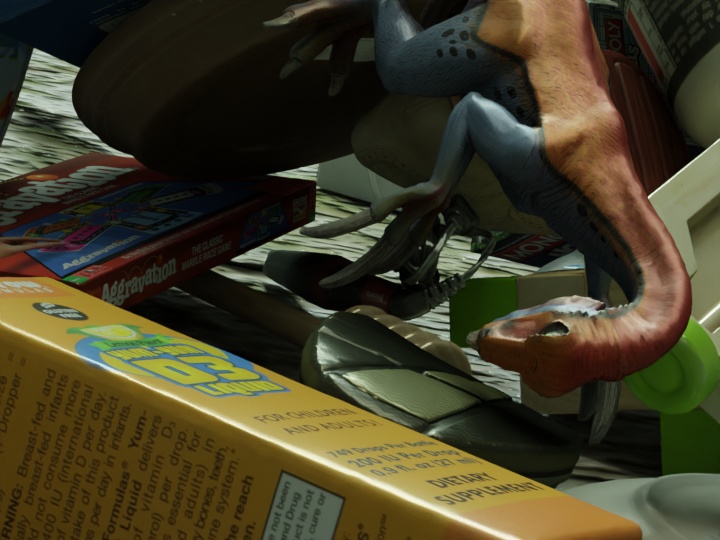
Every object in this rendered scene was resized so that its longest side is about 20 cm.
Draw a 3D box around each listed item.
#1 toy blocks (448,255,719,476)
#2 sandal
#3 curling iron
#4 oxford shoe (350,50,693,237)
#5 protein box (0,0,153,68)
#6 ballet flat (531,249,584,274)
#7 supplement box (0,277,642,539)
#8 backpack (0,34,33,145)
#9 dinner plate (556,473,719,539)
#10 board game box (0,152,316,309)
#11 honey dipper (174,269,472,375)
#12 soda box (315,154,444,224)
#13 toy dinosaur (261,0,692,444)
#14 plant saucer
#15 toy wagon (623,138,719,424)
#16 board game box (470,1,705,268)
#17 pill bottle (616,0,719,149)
[{"bbox_3d":[0.146,0.022,0.998,0.200,0.100,0.137,-2,1,14],"label":"toy blocks"},{"bbox_3d":[0.022,0.059,0.787,0.080,0.057,0.201,29,-3,11],"label":"sandal"},{"bbox_3d":[0.000,0.000,1.010,0.026,0.050,0.200,51,-17,-11],"label":"curling iron"},{"bbox_3d":[0.069,-0.045,1.017,0.075,0.071,0.200,-22,-25,28],"label":"oxford shoe"},{"bbox_3d":[-0.025,-0.164,0.971,0.198,0.135,0.200,-22,-14,17],"label":"protein box"},{"bbox_3d":[0.150,0.006,1.156,0.200,0.073,0.073,9,13,-26],"label":"ballet flat"},{"bbox_3d":[-0.035,0.060,0.663,0.200,0.069,0.067,19,10,30],"label":"supplement box"},{"bbox_3d":[-0.209,-0.129,1.019,0.147,0.200,0.183,24,14,41],"label":"backpack"},{"bbox_3d":[0.149,0.098,0.829,0.200,0.024,0.200,13,11,-3],"label":"dinner plate"},{"bbox_3d":[-0.101,-0.014,0.969,0.103,0.019,0.200,7,14,21],"label":"board game box"},{"bbox_3d":[-0.037,0.015,0.967,0.038,0.038,0.200,5,13,-41],"label":"honey dipper"},{"bbox_3d":[0.083,-0.048,1.349,0.200,0.064,0.068,17,12,14],"label":"soda box"},{"bbox_3d":[0.043,-0.045,0.771,0.105,0.200,0.181,0,21,-30],"label":"toy dinosaur"},{"bbox_3d":[-0.007,-0.080,0.970,0.200,0.029,0.200,-17,-15,-5],"label":"plant saucer"},{"bbox_3d":[0.177,0.036,0.851,0.200,0.040,0.155,43,47,12],"label":"toy wagon"},{"bbox_3d":[0.147,-0.052,1.176,0.200,0.062,0.200,14,-24,-32],"label":"board game box"},{"bbox_3d":[0.162,-0.117,1.054,0.116,0.116,0.200,1,58,-49],"label":"pill bottle"}]
